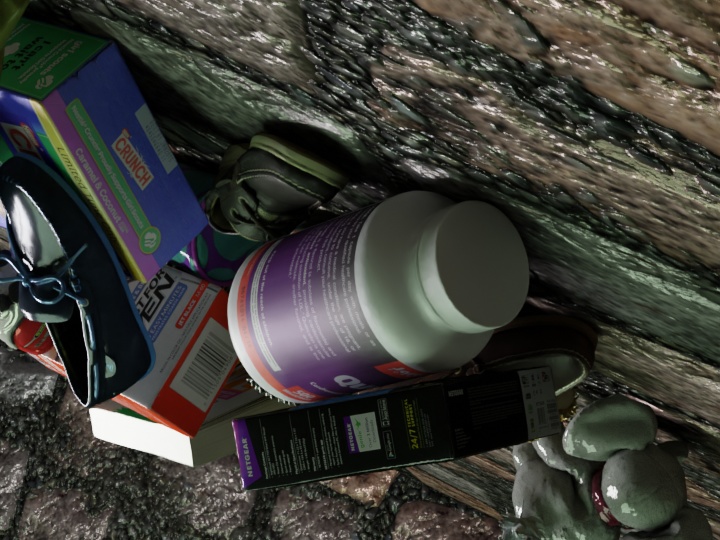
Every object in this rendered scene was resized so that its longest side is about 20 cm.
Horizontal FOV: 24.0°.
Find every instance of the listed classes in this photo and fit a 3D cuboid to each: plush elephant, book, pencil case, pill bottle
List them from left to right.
[{"bbox_3d":[-0.160,-0.046,1.400,0.199,0.085,0.093,18,151,48],"label":"pencil case"},{"bbox_3d":[-0.111,0.110,1.438,0.133,0.049,0.199,8,-160,43],"label":"book"},{"bbox_3d":[0.011,0.016,1.070,0.112,0.113,0.199,33,150,-29],"label":"pill bottle"},{"bbox_3d":[0.209,0.178,1.408,0.154,0.166,0.200,-16,-172,23],"label":"plush elephant"}]

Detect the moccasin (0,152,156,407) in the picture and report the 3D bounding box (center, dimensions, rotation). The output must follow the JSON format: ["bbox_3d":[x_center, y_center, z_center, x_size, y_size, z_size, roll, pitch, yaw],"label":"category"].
[{"bbox_3d":[-0.202,0.014,1.167,0.080,0.068,0.201,15,139,48],"label":"moccasin"}]

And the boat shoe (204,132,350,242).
[{"bbox_3d":[-0.061,-0.050,1.152,0.073,0.065,0.200,27,173,-12],"label":"boat shoe"}]

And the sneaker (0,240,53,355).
[{"bbox_3d":[-0.219,-0.021,1.326,0.077,0.201,0.085,20,154,40],"label":"sneaker"}]

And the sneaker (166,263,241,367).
[{"bbox_3d":[-0.135,0.001,1.477,0.201,0.074,0.085,-107,-6,-51],"label":"sneaker"}]

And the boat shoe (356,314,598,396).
[{"bbox_3d":[0.082,0.090,1.232,0.199,0.071,0.070,-20,128,34],"label":"boat shoe"}]

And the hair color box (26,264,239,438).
[{"bbox_3d":[-0.187,0.047,1.367,0.199,0.112,0.064,18,163,43],"label":"hair color box"}]

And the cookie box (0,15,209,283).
[{"bbox_3d":[-0.225,-0.095,1.204,0.199,0.075,0.172,19,146,40],"label":"cookie box"}]

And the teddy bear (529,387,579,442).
[{"bbox_3d":[0.080,0.090,1.362,0.198,0.145,0.067,13,123,22],"label":"teddy bear"}]

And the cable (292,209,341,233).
[{"bbox_3d":[0.000,0.000,1.254,0.096,0.051,0.200,5,163,10],"label":"cable"}]

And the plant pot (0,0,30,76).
[{"bbox_3d":[-0.248,-0.153,0.866,0.199,0.202,0.189,32,157,-22],"label":"plant pot"}]

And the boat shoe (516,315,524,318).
[{"bbox_3d":[0.072,0.048,1.294,0.198,0.062,0.073,1,126,25],"label":"boat shoe"}]

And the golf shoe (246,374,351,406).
[{"bbox_3d":[0.009,0.049,1.225,0.198,0.078,0.088,-14,177,24],"label":"golf shoe"}]

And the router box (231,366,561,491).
[{"bbox_3d":[0.029,0.102,1.108,0.148,0.052,0.200,-12,175,25],"label":"router box"}]
